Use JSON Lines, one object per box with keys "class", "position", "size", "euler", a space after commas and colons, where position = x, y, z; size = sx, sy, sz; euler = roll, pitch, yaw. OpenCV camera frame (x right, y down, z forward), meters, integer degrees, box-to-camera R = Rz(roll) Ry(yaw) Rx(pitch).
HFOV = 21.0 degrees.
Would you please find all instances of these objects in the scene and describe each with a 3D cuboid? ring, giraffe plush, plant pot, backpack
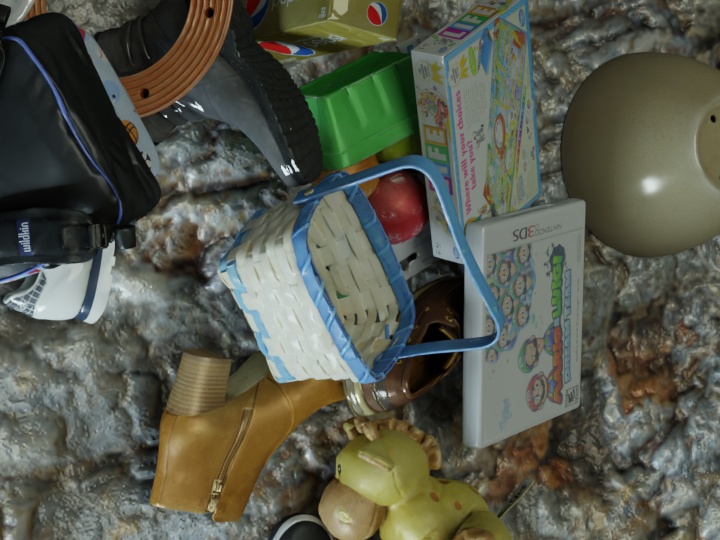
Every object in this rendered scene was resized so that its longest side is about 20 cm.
{"class": "ring", "position": [-0.193, -0.218, 1.556], "size": [0.019, 0.200, 0.201], "euler": [12, 81, -71]}
{"class": "giraffe plush", "position": [0.038, 0.207, 1.679], "size": [0.162, 0.172, 0.200], "euler": [42, 62, -14]}
{"class": "plant pot", "position": [0.311, -0.113, 1.839], "size": [0.200, 0.134, 0.201], "euler": [0, 90, -30]}
{"class": "backpack", "position": [-0.260, -0.086, 1.457], "size": [0.201, 0.190, 0.154], "euler": [64, 26, -5]}

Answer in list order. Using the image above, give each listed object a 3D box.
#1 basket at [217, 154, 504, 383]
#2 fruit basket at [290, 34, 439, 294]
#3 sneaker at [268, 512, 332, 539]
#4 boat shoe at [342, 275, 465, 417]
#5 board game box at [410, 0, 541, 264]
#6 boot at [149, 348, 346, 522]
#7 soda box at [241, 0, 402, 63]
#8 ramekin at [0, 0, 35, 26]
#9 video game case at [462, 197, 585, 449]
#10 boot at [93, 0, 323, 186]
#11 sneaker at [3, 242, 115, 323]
{"class": "basket", "position": [0.000, 0.000, 1.569], "size": [0.177, 0.199, 0.139], "euler": [66, 33, -24]}
{"class": "fruit basket", "position": [0.011, -0.083, 1.702], "size": [0.185, 0.094, 0.201], "euler": [-30, 120, -31]}
{"class": "sneaker", "position": [-0.045, 0.311, 1.663], "size": [0.071, 0.083, 0.201], "euler": [9, 85, -29]}
{"class": "boat shoe", "position": [0.063, 0.066, 1.707], "size": [0.200, 0.067, 0.072], "euler": [-41, 118, -48]}
{"class": "board game box", "position": [0.104, -0.125, 1.684], "size": [0.134, 0.034, 0.201], "euler": [-40, 134, -42]}
{"class": "boot", "position": [-0.089, 0.143, 1.661], "size": [0.201, 0.071, 0.145], "euler": [5, 100, -38]}
{"class": "soda box", "position": [-0.042, -0.218, 1.606], "size": [0.068, 0.200, 0.064], "euler": [11, 84, -29]}
{"class": "ramekin", "position": [-0.350, -0.253, 1.494], "size": [0.200, 0.098, 0.201], "euler": [1, 88, -30]}
{"class": "video game case", "position": [0.149, 0.045, 1.751], "size": [0.182, 0.024, 0.201], "euler": [-15, 109, -53]}
{"class": "boot", "position": [-0.125, -0.136, 1.599], "size": [0.200, 0.131, 0.070], "euler": [60, 24, 3]}
{"class": "sneaker", "position": [-0.236, -0.059, 1.572], "size": [0.080, 0.076, 0.201], "euler": [9, 84, -19]}
